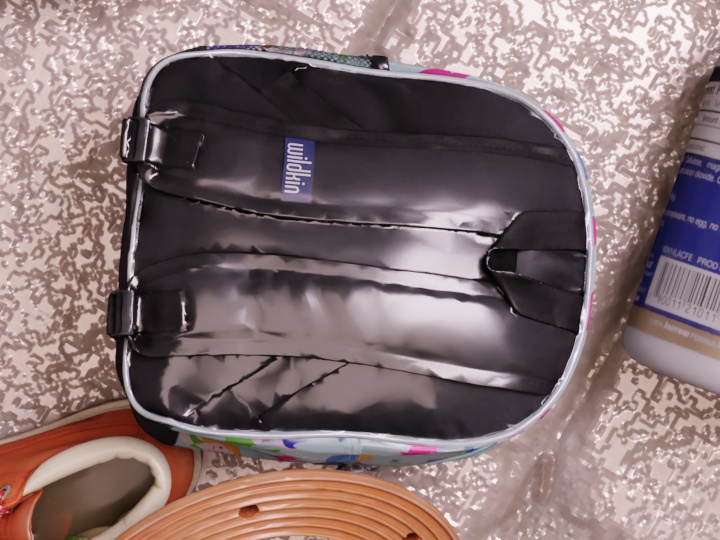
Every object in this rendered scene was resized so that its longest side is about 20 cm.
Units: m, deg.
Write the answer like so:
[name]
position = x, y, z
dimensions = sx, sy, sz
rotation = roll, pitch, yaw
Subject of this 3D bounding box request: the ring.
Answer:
[ring]
position = -0.046, 0.161, 0.959
dimensions = 0.199, 0.019, 0.201
rotation = -10, 130, -12

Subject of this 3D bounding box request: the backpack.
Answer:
[backpack]
position = 0.000, 0.000, 0.928
dimensions = 0.199, 0.151, 0.179
rotation = 3, 80, 2

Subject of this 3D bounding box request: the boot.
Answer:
[boot]
position = -0.169, 0.114, 0.957
dimensions = 0.199, 0.107, 0.075
rotation = -24, 96, 1

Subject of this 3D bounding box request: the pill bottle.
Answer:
[pill bottle]
position = 0.201, -0.038, 0.957
dimensions = 0.115, 0.116, 0.201
rotation = 19, 93, -4
